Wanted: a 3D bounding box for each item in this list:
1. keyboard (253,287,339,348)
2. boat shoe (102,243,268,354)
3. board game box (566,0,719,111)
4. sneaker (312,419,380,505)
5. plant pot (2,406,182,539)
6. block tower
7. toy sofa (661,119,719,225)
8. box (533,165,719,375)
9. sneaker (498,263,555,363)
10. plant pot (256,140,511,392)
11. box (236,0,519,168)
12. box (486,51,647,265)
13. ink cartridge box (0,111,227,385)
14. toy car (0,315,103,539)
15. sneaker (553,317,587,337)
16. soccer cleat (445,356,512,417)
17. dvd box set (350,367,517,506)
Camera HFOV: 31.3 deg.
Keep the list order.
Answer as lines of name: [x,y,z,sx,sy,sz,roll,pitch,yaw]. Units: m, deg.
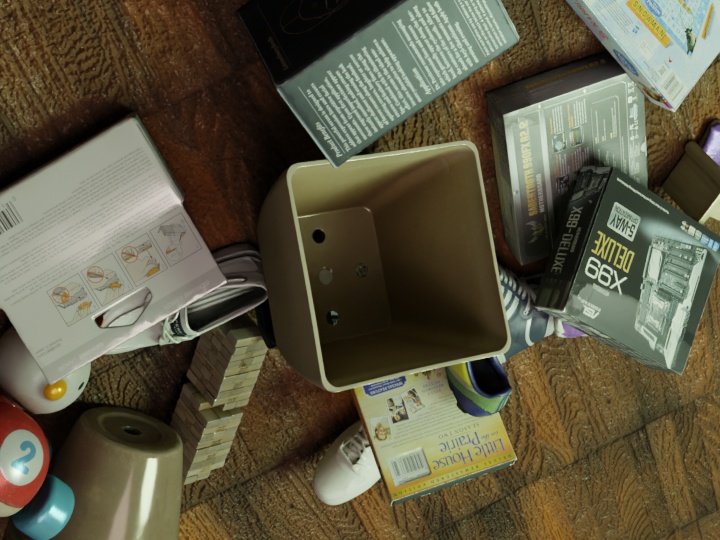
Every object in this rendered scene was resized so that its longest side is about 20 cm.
keyboard: [-0.020,0.064,1.367,0.198,0.105,0.040,1,154,-26]
boat shoe: [-0.185,0.037,1.295,0.199,0.067,0.074,-28,131,0]
board game box: [0.302,-0.290,1.228,0.200,0.041,0.200,-52,129,0]
sneaker: [0.009,0.180,1.461,0.200,0.074,0.116,-42,152,0]
plant pot: [-0.264,0.247,1.359,0.198,0.200,0.176,12,104,-29]
block tower: [-0.156,0.133,1.379,0.054,0.058,0.201,-10,134,-45]
toy sofa: [0.449,-0.085,1.450,0.198,0.083,0.098,18,118,-32]
box: [0.287,0.002,1.356,0.199,0.050,0.159,27,80,-34]
sneaker: [0.162,0.018,1.421,0.108,0.070,0.201,-24,136,0]
plant pot: [0.000,0.000,1.233,0.198,0.177,0.202,-10,89,-27]
box: [0.012,-0.215,1.129,0.199,0.149,0.107,-33,131,5]
box: [0.222,-0.118,1.355,0.157,0.048,0.201,-19,130,-7]
ink cartridge box: [-0.249,-0.020,1.193,0.199,0.045,0.177,-29,104,2]
toy car: [-0.322,0.119,1.247,0.200,0.177,0.184,-45,127,-1]
sneaker: [0.280,0.041,1.428,0.199,0.088,0.082,7,92,-56]
soccer cleat: [0.101,0.057,1.356,0.064,0.202,0.084,-22,169,-29]
dvd box set: [0.067,0.137,1.396,0.145,0.202,0.029,-17,160,-10]
